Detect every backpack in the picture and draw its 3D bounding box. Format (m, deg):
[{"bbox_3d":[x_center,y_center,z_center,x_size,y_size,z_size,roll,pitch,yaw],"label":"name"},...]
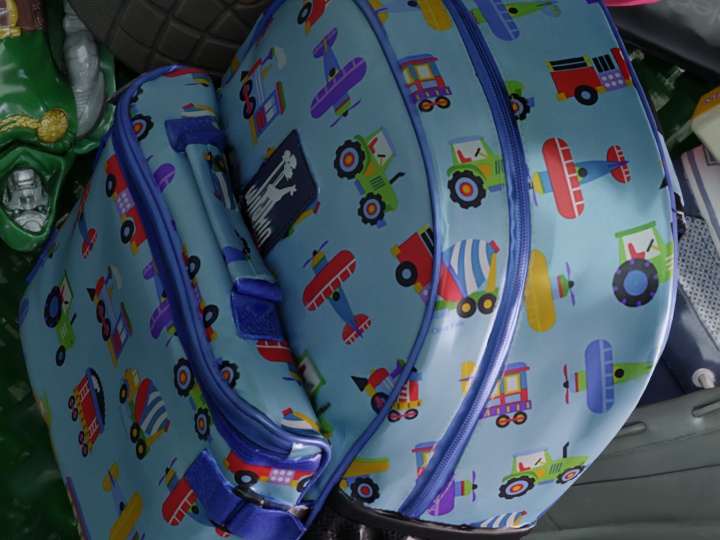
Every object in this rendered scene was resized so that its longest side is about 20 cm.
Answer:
[{"bbox_3d":[0.000,0.000,0.850,0.134,0.200,0.183,4,52,-30],"label":"backpack"}]

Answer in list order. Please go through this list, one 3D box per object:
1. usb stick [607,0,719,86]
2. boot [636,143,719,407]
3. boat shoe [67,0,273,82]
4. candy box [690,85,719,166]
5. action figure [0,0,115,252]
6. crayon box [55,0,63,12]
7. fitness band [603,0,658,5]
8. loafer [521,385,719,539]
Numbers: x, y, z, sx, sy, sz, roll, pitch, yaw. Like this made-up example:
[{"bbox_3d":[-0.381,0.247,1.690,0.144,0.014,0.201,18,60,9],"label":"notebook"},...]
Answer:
[{"bbox_3d":[0.149,-0.084,1.007,0.200,0.033,0.056,24,93,-4],"label":"usb stick"},{"bbox_3d":[0.127,0.060,0.990,0.090,0.073,0.200,-23,91,13],"label":"boot"},{"bbox_3d":[-0.027,-0.096,0.939,0.074,0.200,0.073,-21,60,30],"label":"boat shoe"},{"bbox_3d":[0.206,0.001,0.937,0.102,0.026,0.200,-29,107,31],"label":"candy box"},{"bbox_3d":[-0.121,-0.105,0.919,0.118,0.055,0.200,-11,97,-10],"label":"action figure"},{"bbox_3d":[-0.132,-0.160,0.971,0.200,0.058,0.173,-40,95,-5],"label":"crayon box"},{"bbox_3d":[0.060,-0.168,0.929,0.037,0.200,0.144,-19,127,-30],"label":"fitness band"},{"bbox_3d":[0.074,0.056,0.941,0.200,0.070,0.070,-2,94,30],"label":"loafer"}]
